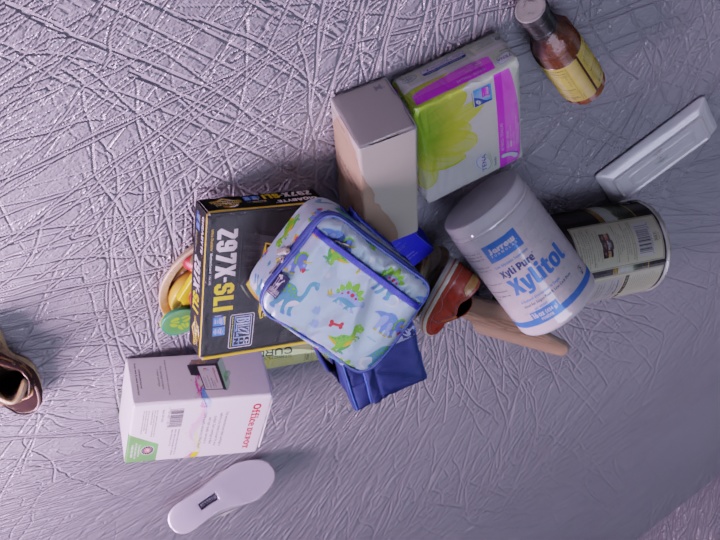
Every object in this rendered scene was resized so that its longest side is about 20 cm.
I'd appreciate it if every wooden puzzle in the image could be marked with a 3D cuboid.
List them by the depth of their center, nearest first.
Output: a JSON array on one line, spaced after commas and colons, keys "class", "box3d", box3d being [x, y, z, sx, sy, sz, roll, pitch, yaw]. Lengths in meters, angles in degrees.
[{"class": "wooden puzzle", "box3d": [0.217, 0.068, 1.791, 0.199, 0.183, 0.047, 34, 74, -52]}]

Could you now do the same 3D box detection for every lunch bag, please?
[{"class": "lunch bag", "box3d": [-0.024, 0.017, 1.403, 0.199, 0.083, 0.161, 37, 96, -28]}, {"class": "lunch bag", "box3d": [0.001, 0.094, 1.575, 0.131, 0.137, 0.201, -26, 144, -6]}]

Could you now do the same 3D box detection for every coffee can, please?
[{"class": "coffee can", "box3d": [0.357, -0.024, 1.765, 0.197, 0.147, 0.147, -10, 143, -28]}]

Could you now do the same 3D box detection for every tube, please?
[{"class": "tube", "box3d": [-0.122, 0.118, 1.680, 0.197, 0.052, 0.059, -9, 99, -20]}]

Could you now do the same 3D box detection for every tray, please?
[{"class": "tray", "box3d": [0.459, -0.177, 1.754, 0.199, 0.022, 0.107, -37, 146, 11]}]

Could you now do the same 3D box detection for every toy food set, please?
[{"class": "toy food set", "box3d": [-0.170, 0.020, 1.503, 0.198, 0.049, 0.199, 4, 135, -42]}]

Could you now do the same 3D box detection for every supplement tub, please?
[{"class": "supplement tub", "box3d": [0.223, -0.022, 1.591, 0.131, 0.132, 0.201, -36, 107, 12]}]

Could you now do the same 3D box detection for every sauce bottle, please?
[{"class": "sauce bottle", "box3d": [0.246, -0.276, 1.414, 0.066, 0.066, 0.200, -36, 146, 11]}]

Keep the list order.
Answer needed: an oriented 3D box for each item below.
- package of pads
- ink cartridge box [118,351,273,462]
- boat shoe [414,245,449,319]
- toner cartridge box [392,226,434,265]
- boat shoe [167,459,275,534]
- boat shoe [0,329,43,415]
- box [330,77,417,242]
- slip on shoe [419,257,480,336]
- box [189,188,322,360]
[{"class": "package of pads", "box3d": [0.123, -0.185, 1.435, 0.153, 0.069, 0.201, -26, 147, -6]}, {"class": "ink cartridge box", "box3d": [-0.237, 0.193, 1.627, 0.197, 0.085, 0.146, -2, 140, -20]}, {"class": "boat shoe", "box3d": [0.073, 0.044, 1.706, 0.064, 0.072, 0.201, -2, 137, -34]}, {"class": "toner cartridge box", "box3d": [0.000, 0.000, 1.615, 0.199, 0.043, 0.095, -38, 145, 12]}, {"class": "boat shoe", "box3d": [-0.234, 0.383, 1.946, 0.198, 0.071, 0.070, -32, 175, -4]}, {"class": "boat shoe", "box3d": [-0.445, 0.140, 1.429, 0.071, 0.072, 0.201, -22, 147, -10]}, {"class": "box", "box3d": [0.020, -0.128, 1.411, 0.077, 0.096, 0.201, -21, 145, -11]}, {"class": "slip on shoe", "box3d": [0.130, 0.049, 1.670, 0.075, 0.061, 0.201, -58, 174, -26]}, {"class": "box", "box3d": [-0.131, 0.004, 1.431, 0.157, 0.049, 0.203, -6, 119, -26]}]
